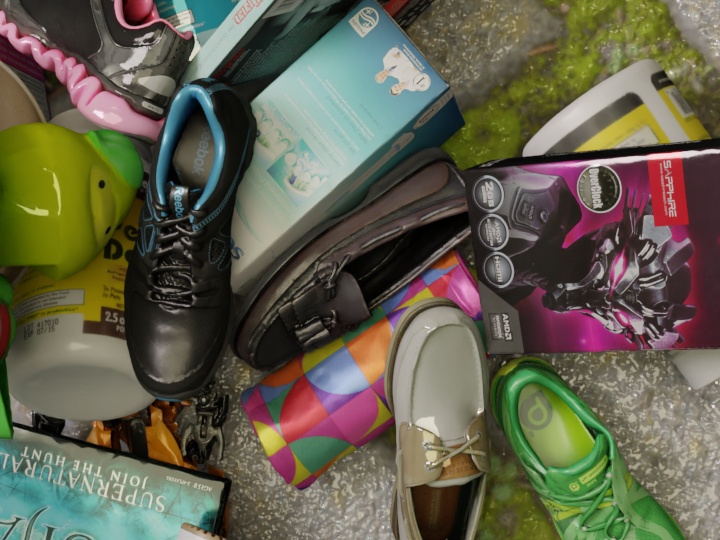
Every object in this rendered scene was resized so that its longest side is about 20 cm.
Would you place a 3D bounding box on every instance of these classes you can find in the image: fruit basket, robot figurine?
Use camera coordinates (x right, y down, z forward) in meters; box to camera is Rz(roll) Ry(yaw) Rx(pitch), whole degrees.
[{"bbox_3d":[-0.218,-0.022,0.945,0.213,0.156,0.218,-7,116,-13],"label":"fruit basket"},{"bbox_3d":[-0.158,0.145,1.142,0.143,0.058,0.203,-6,86,7],"label":"robot figurine"}]

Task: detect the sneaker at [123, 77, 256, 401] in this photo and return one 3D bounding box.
[{"bbox_3d":[-0.113,-0.020,0.989,0.072,0.082,0.203,6,88,7],"label":"sneaker"}]

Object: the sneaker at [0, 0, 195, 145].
[{"bbox_3d":[-0.174,-0.166,1.068,0.200,0.079,0.096,41,109,37],"label":"sneaker"}]

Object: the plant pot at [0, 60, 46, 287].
[{"bbox_3d":[-0.313,-0.069,1.026,0.134,0.199,0.202,31,91,50],"label":"plant pot"}]

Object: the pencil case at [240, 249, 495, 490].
[{"bbox_3d":[0.009,0.070,1.115,0.199,0.088,0.089,-34,83,4],"label":"pencil case"}]

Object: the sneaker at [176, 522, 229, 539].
[{"bbox_3d":[-0.060,0.254,1.072,0.199,0.070,0.110,32,75,-31],"label":"sneaker"}]

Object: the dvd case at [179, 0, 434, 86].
[{"bbox_3d":[-0.010,-0.177,1.051,0.199,0.146,0.022,-25,81,-39],"label":"dvd case"}]

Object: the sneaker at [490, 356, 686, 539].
[{"bbox_3d":[0.153,0.149,1.089,0.074,0.084,0.201,-38,83,3],"label":"sneaker"}]

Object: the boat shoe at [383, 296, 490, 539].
[{"bbox_3d":[0.058,0.117,1.066,0.074,0.069,0.202,-10,119,-14],"label":"boat shoe"}]

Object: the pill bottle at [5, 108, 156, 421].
[{"bbox_3d":[-0.185,-0.008,1.099,0.108,0.110,0.202,-7,61,7],"label":"pill bottle"}]

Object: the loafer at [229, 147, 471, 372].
[{"bbox_3d":[0.000,0.000,1.072,0.200,0.072,0.063,-42,55,-7],"label":"loafer"}]

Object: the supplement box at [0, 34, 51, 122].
[{"bbox_3d":[-0.295,-0.166,1.158,0.100,0.103,0.203,-11,84,8],"label":"supplement box"}]

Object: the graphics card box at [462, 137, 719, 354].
[{"bbox_3d":[0.167,-0.014,1.009,0.198,0.051,0.127,-2,101,33],"label":"graphics card box"}]

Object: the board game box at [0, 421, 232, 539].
[{"bbox_3d":[-0.199,0.186,1.102,0.197,0.028,0.137,13,89,8],"label":"board game box"}]

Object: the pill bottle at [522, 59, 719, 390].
[{"bbox_3d":[0.207,-0.029,1.078,0.114,0.114,0.201,-34,83,4],"label":"pill bottle"}]

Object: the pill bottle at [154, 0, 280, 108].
[{"bbox_3d":[-0.135,-0.214,1.136,0.109,0.111,0.202,-19,85,6],"label":"pill bottle"}]

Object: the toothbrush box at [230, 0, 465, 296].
[{"bbox_3d":[-0.031,-0.076,1.096,0.200,0.146,0.085,-43,81,4],"label":"toothbrush box"}]
